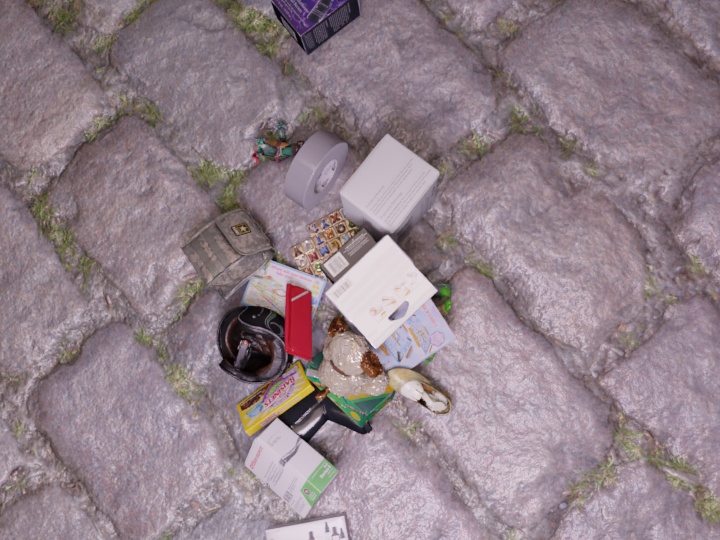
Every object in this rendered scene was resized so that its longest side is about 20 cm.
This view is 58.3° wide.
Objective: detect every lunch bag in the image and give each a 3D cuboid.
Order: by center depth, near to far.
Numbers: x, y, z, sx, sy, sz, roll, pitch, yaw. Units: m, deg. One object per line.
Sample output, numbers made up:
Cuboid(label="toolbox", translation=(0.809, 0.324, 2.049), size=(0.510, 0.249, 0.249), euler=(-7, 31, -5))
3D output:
Cuboid(label="lunch bag", translation=(-0.336, -0.054, 1.674), size=(0.200, 0.118, 0.164), euler=(-40, 62, -1))

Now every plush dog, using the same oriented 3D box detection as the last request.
Cuboid(label="plush dog", translation=(-0.034, 0.206, 1.475), size=(0.200, 0.173, 0.160), euler=(41, 48, 22))

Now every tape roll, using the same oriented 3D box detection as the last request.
Cuboid(label="tape roll", translation=(-0.113, -0.259, 1.662), size=(0.066, 0.200, 0.201), euler=(33, 84, 9))

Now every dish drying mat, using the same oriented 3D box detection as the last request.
Cuboid(label="dish drying mat", translation=(-0.151, 0.123, 1.584), size=(0.018, 0.076, 0.201), euler=(-40, 39, 35))

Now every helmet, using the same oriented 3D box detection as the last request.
Cuboid(label="helmet", translation=(-0.260, 0.181, 1.604), size=(0.198, 0.191, 0.202), euler=(-2, 103, -8))

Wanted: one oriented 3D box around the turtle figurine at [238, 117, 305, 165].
Cuboid(label="turtle figurine", translation=(-0.220, -0.342, 1.744), size=(0.198, 0.101, 0.150), euler=(6, 40, 5))

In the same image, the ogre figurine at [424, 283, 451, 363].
Cuboid(label="ogre figurine", translation=(0.152, 0.121, 1.624), size=(0.119, 0.098, 0.202), euler=(17, 98, -9))

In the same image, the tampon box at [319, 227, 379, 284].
Cuboid(label="tampon box", translation=(0.000, 0.000, 1.599), size=(0.150, 0.200, 0.126), euler=(-40, 84, -3))

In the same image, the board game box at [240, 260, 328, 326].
Cuboid(label="board game box", translation=(-0.198, 0.059, 1.692), size=(0.198, 0.034, 0.136), euler=(20, 84, 11))

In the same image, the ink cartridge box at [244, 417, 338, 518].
Cuboid(label="ink cartridge box", translation=(-0.169, 0.474, 1.556), size=(0.200, 0.146, 0.084), euler=(38, 44, 11))

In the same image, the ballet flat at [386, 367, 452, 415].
Cuboid(label="ballet flat", translation=(0.147, 0.295, 1.552), size=(0.199, 0.071, 0.071), euler=(32, 82, -28))

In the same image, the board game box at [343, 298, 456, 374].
Cuboid(label="board game box", translation=(0.095, 0.134, 1.548), size=(0.199, 0.041, 0.201), euler=(-33, 104, 2))

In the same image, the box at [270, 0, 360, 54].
Cuboid(label="box", translation=(-0.121, -0.733, 1.798), size=(0.200, 0.104, 0.148), euler=(-39, 78, -2))

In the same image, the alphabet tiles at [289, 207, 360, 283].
Cuboid(label="alphabet tiles", translation=(-0.082, -0.060, 1.721), size=(0.199, 0.008, 0.168), euler=(-27, 78, 0))

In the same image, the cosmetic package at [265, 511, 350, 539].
Cuboid(label="cosmetic package", translation=(-0.126, 0.652, 1.574), size=(0.198, 0.051, 0.083), euler=(-12, 78, 3))

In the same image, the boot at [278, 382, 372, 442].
Cuboid(label="boot", translation=(-0.090, 0.379, 1.605), size=(0.168, 0.076, 0.200), euler=(-45, 72, -7))

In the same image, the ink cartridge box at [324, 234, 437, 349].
Cuboid(label="ink cartridge box", translation=(0.047, 0.048, 1.470), size=(0.200, 0.044, 0.174), euler=(-43, 86, -2))

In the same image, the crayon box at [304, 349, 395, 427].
Cuboid(label="crayon box", translation=(-0.026, 0.272, 1.583), size=(0.200, 0.059, 0.118), euler=(39, 45, 20))

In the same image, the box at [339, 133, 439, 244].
Cuboid(label="box", translation=(0.074, -0.189, 1.629), size=(0.171, 0.199, 0.200), euler=(37, 82, 11))

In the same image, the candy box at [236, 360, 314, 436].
Cuboid(label="candy box", translation=(-0.216, 0.320, 1.628), size=(0.199, 0.026, 0.102), euler=(-36, 41, -1))
